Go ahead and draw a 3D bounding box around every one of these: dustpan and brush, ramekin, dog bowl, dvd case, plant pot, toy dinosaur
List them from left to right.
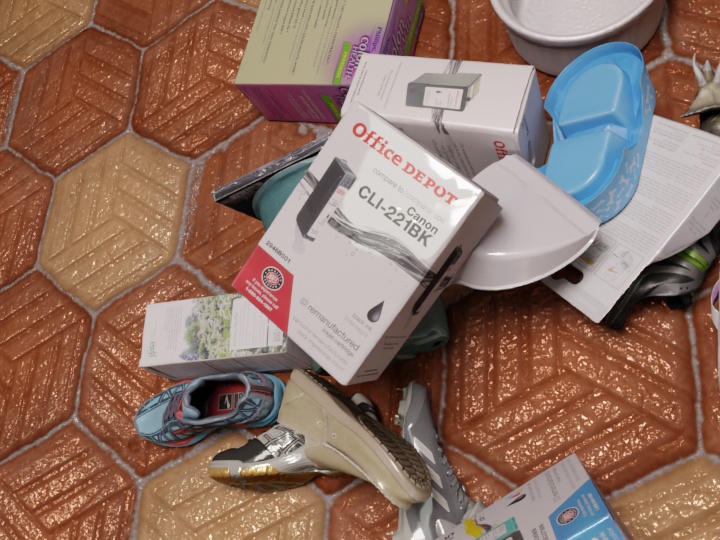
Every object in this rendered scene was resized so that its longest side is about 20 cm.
[{"bbox_3d":[-0.059,-0.095,0.814,0.148,0.200,0.016,-24,77,13],"label":"dvd case"},{"bbox_3d":[0.000,0.000,0.767,0.199,0.200,0.197,-19,72,15],"label":"plant pot"},{"bbox_3d":[0.104,-0.017,0.673,0.199,0.057,0.140,-28,48,-13],"label":"dustpan and brush"},{"bbox_3d":[0.254,-0.323,0.825,0.199,0.098,0.202,-8,68,19],"label":"ramekin"},{"bbox_3d":[0.235,-0.133,0.718,0.111,0.049,0.201,-5,60,51],"label":"dog bowl"},{"bbox_3d":[0.378,-0.111,0.693,0.077,0.102,0.200,-38,61,6],"label":"toy dinosaur"}]

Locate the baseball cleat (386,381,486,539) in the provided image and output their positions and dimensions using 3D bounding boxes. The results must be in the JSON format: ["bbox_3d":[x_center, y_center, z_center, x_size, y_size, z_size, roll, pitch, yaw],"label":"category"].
[{"bbox_3d":[0.082,0.216,0.726,0.106,0.070,0.201,1,76,8],"label":"baseball cleat"}]

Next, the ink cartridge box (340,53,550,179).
[{"bbox_3d":[0.100,-0.161,0.801,0.199,0.146,0.084,13,75,25],"label":"ink cartridge box"}]

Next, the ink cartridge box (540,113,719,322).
[{"bbox_3d":[0.260,-0.057,0.711,0.201,0.057,0.163,-57,33,10],"label":"ink cartridge box"}]

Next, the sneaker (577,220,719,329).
[{"bbox_3d":[0.316,-0.009,0.708,0.199,0.071,0.083,-32,78,9],"label":"sneaker"}]

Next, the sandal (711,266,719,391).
[{"bbox_3d":[0.363,0.028,0.666,0.082,0.050,0.204,11,91,-2],"label":"sandal"}]

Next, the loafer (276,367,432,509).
[{"bbox_3d":[-0.011,0.172,0.701,0.200,0.076,0.068,34,93,42],"label":"loafer"}]

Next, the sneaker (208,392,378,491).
[{"bbox_3d":[-0.072,0.189,0.794,0.199,0.076,0.088,-12,60,9],"label":"sneaker"}]

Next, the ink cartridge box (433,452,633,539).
[{"bbox_3d":[0.146,0.284,0.593,0.200,0.147,0.146,-34,89,7],"label":"ink cartridge box"}]

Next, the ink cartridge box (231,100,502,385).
[{"bbox_3d":[0.006,-0.023,0.631,0.144,0.084,0.200,39,99,19],"label":"ink cartridge box"}]

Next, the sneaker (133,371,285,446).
[{"bbox_3d":[-0.191,0.152,0.836,0.199,0.096,0.080,-17,65,16],"label":"sneaker"}]

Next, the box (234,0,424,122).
[{"bbox_3d":[-0.038,-0.294,0.936,0.199,0.097,0.177,7,74,25],"label":"box"}]

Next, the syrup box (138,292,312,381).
[{"bbox_3d":[-0.159,0.079,0.857,0.199,0.081,0.079,-8,66,20],"label":"syrup box"}]
